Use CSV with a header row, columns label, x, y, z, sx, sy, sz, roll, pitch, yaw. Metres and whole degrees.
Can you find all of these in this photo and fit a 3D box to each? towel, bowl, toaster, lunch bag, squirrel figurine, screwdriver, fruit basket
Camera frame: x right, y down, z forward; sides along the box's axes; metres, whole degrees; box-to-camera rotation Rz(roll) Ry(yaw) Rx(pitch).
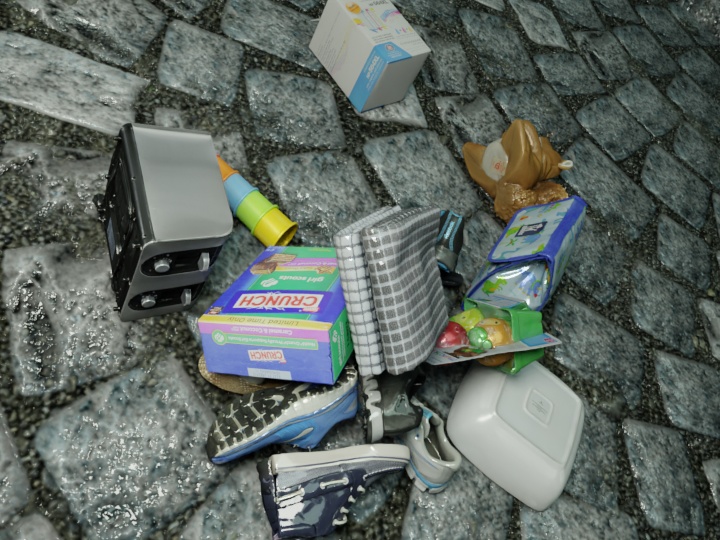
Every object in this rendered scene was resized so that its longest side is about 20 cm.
label,x,y,z,sx,sy,sz,roll,pitch,yaw
towel,0.049,0.014,0.801,0.199,0.083,0.170,-33,111,-64
bowl,0.239,0.211,0.976,0.198,0.075,0.201,37,48,1
toaster,-0.248,-0.064,0.829,0.116,0.181,0.204,-3,60,-33
lunch bag,0.266,-0.011,1.059,0.127,0.201,0.170,39,49,2
squirrel figurine,0.317,-0.175,1.268,0.183,0.140,0.206,-2,73,-42
screwdriver,0.076,0.005,1.063,0.195,0.029,0.029,6,56,-21
fruit basket,0.146,0.088,0.932,0.194,0.185,0.097,-1,96,-19

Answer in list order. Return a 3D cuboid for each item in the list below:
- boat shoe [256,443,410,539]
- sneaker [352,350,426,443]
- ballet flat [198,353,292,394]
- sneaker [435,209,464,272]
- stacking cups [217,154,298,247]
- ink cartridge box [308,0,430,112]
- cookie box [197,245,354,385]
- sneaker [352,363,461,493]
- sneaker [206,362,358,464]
label,x,y,z,sx,sy,sz,roll,pitch,yaw
boat shoe,-0.026,0.265,0.802,0.194,0.075,0.095,0,66,-21
sneaker,0.037,0.124,0.861,0.088,0.067,0.203,-2,47,-6
ballet flat,-0.104,0.125,0.851,0.195,0.066,0.072,13,53,-20
sneaker,0.128,-0.044,1.025,0.072,0.200,0.084,23,93,-1
stacking cups,-0.182,-0.108,0.982,0.199,0.061,0.060,41,48,9
ink cartridge box,0.007,-0.422,1.250,0.127,0.126,0.202,-27,74,-38
cookie box,-0.077,0.046,0.828,0.166,0.077,0.201,2,28,19
sneaker,0.064,0.190,0.885,0.074,0.087,0.201,-32,75,-37
sneaker,-0.086,0.186,0.798,0.195,0.091,0.079,-21,29,-11
